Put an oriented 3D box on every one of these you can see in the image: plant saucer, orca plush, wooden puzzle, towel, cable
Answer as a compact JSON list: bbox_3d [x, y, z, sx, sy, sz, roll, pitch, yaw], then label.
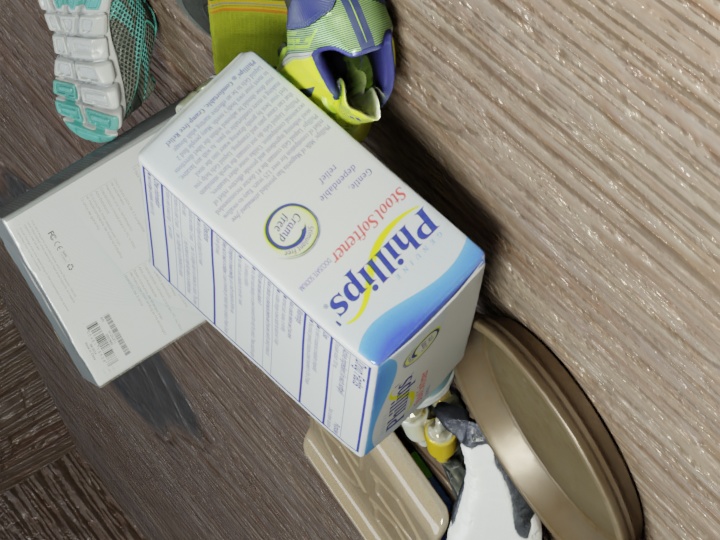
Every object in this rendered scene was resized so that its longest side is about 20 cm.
[{"bbox_3d":[0.121,0.108,1.664,0.200,0.029,0.200,54,167,18],"label":"plant saucer"},{"bbox_3d":[0.088,0.173,1.851,0.071,0.105,0.201,-75,-31,-57],"label":"orca plush"},{"bbox_3d":[0.020,0.168,2.161,0.186,0.046,0.200,54,162,18],"label":"wooden puzzle"},{"bbox_3d":[-0.053,-0.148,1.629,0.200,0.086,0.018,91,-174,-67],"label":"towel"},{"bbox_3d":[0.054,0.133,1.919,0.097,0.050,0.200,50,163,37],"label":"cable"}]

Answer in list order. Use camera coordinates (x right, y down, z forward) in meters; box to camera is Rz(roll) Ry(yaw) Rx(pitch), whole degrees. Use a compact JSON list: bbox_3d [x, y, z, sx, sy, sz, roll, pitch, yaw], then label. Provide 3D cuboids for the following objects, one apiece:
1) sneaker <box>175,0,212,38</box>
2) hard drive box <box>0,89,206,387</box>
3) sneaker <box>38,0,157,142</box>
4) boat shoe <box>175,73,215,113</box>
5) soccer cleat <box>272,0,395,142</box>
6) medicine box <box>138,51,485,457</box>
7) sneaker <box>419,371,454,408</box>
[{"bbox_3d":[-0.079,-0.200,1.605,0.082,0.073,0.200,44,163,35],"label":"sneaker"},{"bbox_3d":[-0.168,-0.027,2.051,0.156,0.199,0.077,61,167,-12],"label":"hard drive box"},{"bbox_3d":[-0.203,-0.208,2.052,0.077,0.091,0.201,14,120,26],"label":"sneaker"},{"bbox_3d":[-0.060,-0.058,1.880,0.200,0.062,0.072,54,167,16],"label":"boat shoe"},{"bbox_3d":[-0.013,-0.112,1.564,0.200,0.064,0.084,92,154,-65],"label":"soccer cleat"},{"bbox_3d":[-0.033,-0.006,1.603,0.200,0.103,0.182,41,163,12],"label":"medicine box"},{"bbox_3d":[0.000,0.000,1.765,0.200,0.079,0.131,47,168,4],"label":"sneaker"}]
